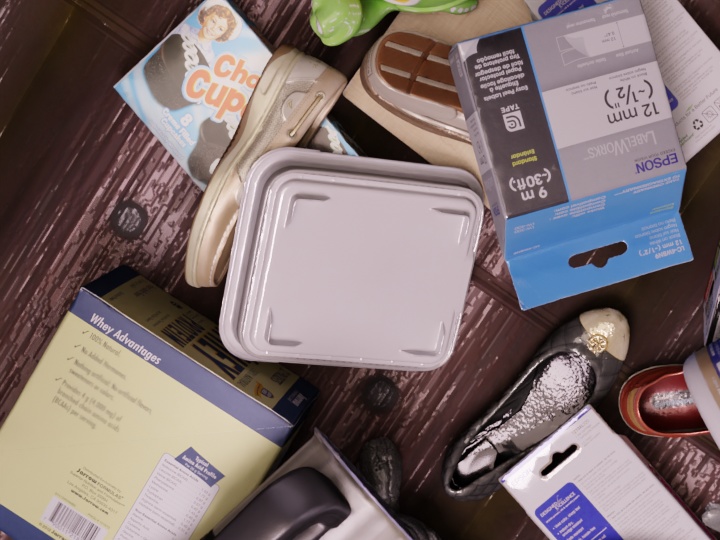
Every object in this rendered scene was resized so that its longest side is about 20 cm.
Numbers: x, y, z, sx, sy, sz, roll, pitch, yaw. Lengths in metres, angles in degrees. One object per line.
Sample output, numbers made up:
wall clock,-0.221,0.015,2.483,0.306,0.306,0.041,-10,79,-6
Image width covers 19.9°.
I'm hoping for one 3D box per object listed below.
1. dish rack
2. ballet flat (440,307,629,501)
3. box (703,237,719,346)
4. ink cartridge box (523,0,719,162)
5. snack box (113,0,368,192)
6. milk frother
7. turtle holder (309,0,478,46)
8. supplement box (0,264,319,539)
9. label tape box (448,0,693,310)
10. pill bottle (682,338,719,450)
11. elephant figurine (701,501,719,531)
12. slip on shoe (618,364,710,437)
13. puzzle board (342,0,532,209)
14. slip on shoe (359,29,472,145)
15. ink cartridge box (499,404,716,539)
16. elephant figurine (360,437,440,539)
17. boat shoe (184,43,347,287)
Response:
dish rack,0.000,0.000,1.576,0.198,0.044,0.173,5,107,-22
ballet flat,0.141,0.110,1.613,0.066,0.057,0.200,42,100,2
box,0.296,-0.049,1.528,0.034,0.110,0.202,13,109,5
ink cartridge box,0.204,-0.176,1.569,0.095,0.037,0.200,-40,92,-6
snack box,-0.088,-0.110,1.629,0.116,0.037,0.200,-41,90,10
milk frother,-0.035,0.251,1.478,0.188,0.181,0.200,-42,88,-1
turtle holder,0.032,-0.263,1.536,0.184,0.132,0.142,-23,81,13
supplement box,-0.171,0.138,1.621,0.199,0.134,0.201,32,101,2
label tape box,0.160,-0.087,1.513,0.142,0.066,0.202,-15,87,-6
pill bottle,0.339,0.066,1.449,0.199,0.116,0.116,-30,92,12
elephant figurine,0.378,0.130,1.536,0.141,0.155,0.201,35,112,12
slip on shoe,0.299,0.095,1.587,0.198,0.061,0.075,-8,94,7
puzzle board,0.107,-0.139,1.609,0.199,0.017,0.151,37,99,2
slip on shoe,0.093,-0.124,1.578,0.198,0.061,0.077,17,71,-12
ink cartridge box,0.208,0.204,1.609,0.095,0.037,0.200,-41,98,11
elephant figurine,0.028,0.260,1.597,0.154,0.141,0.201,25,102,7
boat shoe,-0.074,-0.071,1.578,0.065,0.072,0.201,26,95,6
